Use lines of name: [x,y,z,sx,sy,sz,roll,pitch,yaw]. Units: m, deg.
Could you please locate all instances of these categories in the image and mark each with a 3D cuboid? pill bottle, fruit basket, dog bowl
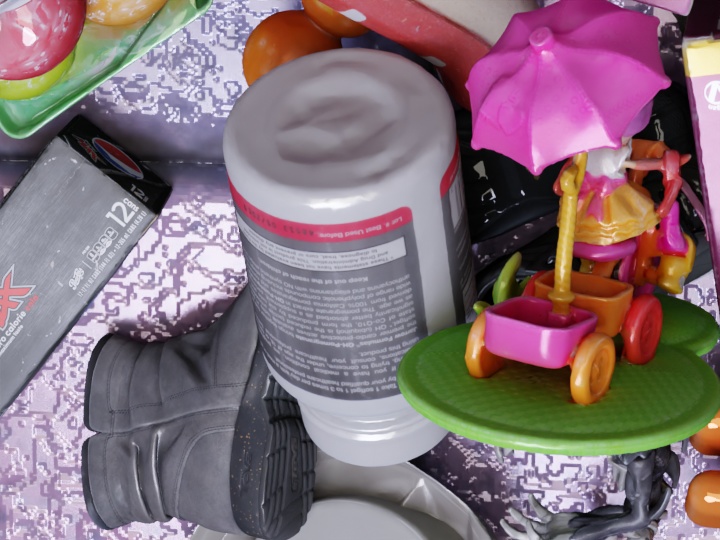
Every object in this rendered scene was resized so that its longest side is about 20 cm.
pill bottle: [0.000,0.000,1.404,0.110,0.111,0.200,-3,134,6]
fruit basket: [-0.157,-0.137,1.418,0.185,0.200,0.094,-34,84,13]
dog bowl: [-0.003,0.192,1.517,0.200,0.059,0.201,-4,81,28]

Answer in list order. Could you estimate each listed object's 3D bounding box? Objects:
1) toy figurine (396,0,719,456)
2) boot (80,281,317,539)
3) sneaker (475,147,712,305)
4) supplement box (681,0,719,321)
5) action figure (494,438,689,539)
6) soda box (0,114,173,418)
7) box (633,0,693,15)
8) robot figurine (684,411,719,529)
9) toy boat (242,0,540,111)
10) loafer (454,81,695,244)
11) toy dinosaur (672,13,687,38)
toy figurine: [0.108,-0.038,1.317,0.150,0.200,0.185,14,113,28]
boot: [-0.084,0.041,1.518,0.131,0.070,0.201,5,78,31]
sneaker: [0.136,-0.005,1.473,0.200,0.099,0.071,-29,98,11]
supplement box: [0.231,-0.038,1.389,0.131,0.103,0.201,-7,110,12]
action figure: [0.117,0.113,1.485,0.102,0.119,0.200,1,117,5]
soda box: [-0.187,0.017,1.528,0.071,0.063,0.200,38,104,-4]
box: [0.134,-0.231,1.364,0.096,0.200,0.176,16,106,2]
robot figurine: [0.267,0.106,1.480,0.199,0.144,0.117,3,128,5]
toy boat: [-0.008,-0.132,1.421,0.200,0.131,0.131,26,112,-32]
loafer: [0.079,-0.056,1.482,0.200,0.070,0.068,-13,100,22]
toy dinosaur: [0.224,-0.101,1.451,0.199,0.077,0.103,16,91,-4]
